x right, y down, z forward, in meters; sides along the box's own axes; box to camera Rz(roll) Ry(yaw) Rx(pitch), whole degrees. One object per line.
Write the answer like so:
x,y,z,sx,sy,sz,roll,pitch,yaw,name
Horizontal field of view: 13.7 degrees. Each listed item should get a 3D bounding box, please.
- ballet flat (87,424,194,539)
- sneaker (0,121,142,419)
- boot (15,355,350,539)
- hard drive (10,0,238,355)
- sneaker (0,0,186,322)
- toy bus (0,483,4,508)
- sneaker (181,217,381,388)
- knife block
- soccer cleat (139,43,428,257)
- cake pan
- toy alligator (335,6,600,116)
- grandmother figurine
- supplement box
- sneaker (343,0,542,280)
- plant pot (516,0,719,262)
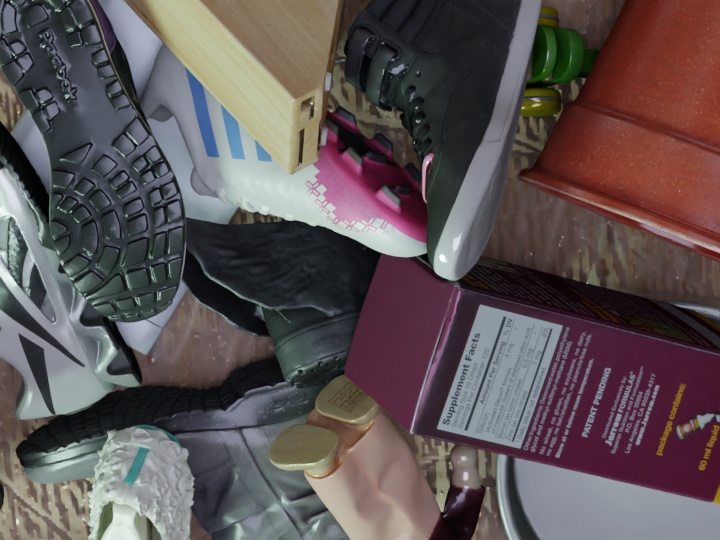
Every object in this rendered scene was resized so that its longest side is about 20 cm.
-0.131,0.174,1.685,0.072,0.072,0.200,-2,130,-4,ballet flat
-0.202,-0.005,1.652,0.088,0.074,0.200,-25,104,2,sneaker
-0.089,0.131,1.720,0.199,0.070,0.132,-12,108,3,boot
-0.125,-0.070,1.695,0.132,0.027,0.200,31,98,-9,hard drive
-0.138,-0.074,1.632,0.076,0.088,0.201,-15,99,9,sneaker
-0.304,0.113,1.634,0.192,0.200,0.136,42,83,-5,toy bus
-0.001,0.001,1.694,0.199,0.060,0.104,-15,70,-26,sneaker
-0.093,-0.156,1.596,0.175,0.200,0.064,7,143,2,knife block
-0.041,-0.056,1.628,0.200,0.070,0.086,43,109,24,soccer cleat
0.176,0.113,1.747,0.200,0.037,0.201,-1,102,-3,cake pan
0.054,-0.121,1.668,0.199,0.054,0.060,2,83,-14,toy alligator
0.026,0.147,1.706,0.121,0.061,0.200,-40,127,-13,grandmother figurine
0.107,0.054,1.630,0.199,0.110,0.086,14,100,-23,supplement box
0.032,-0.080,1.581,0.099,0.200,0.071,12,142,4,sneaker
0.214,-0.104,1.637,0.200,0.201,0.196,21,91,-8,plant pot
